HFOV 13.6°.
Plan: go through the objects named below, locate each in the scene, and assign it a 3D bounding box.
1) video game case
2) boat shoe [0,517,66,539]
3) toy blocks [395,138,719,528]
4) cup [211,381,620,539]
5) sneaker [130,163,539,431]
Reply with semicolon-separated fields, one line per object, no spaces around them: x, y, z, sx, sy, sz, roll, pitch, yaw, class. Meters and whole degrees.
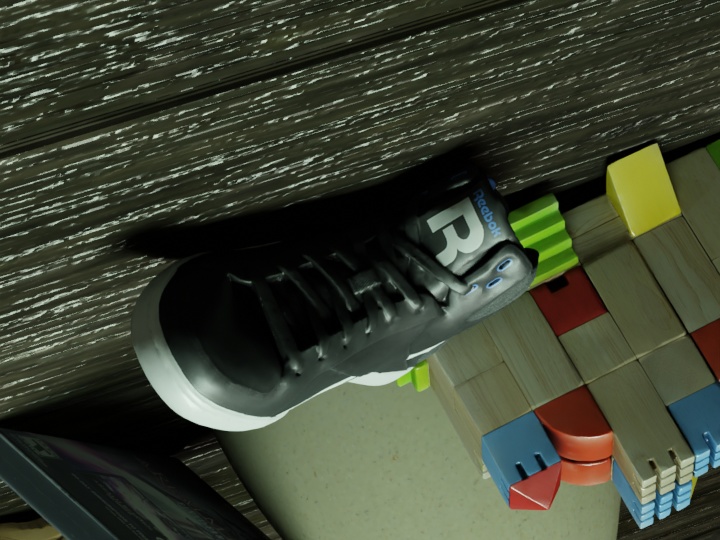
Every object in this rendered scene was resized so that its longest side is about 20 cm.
-0.078;0.127;1.367;0.019;0.143;0.200;-53;160;7;video game case
-0.152;0.157;1.497;0.199;0.071;0.069;0;155;-34;boat shoe
0.114;0.043;1.295;0.199;0.137;0.100;-25;155;-9;toy blocks
0.046;0.099;1.429;0.199;0.144;0.200;-21;165;-6;cup
0.000;0.000;1.179;0.112;0.073;0.200;-34;170;27;sneaker
